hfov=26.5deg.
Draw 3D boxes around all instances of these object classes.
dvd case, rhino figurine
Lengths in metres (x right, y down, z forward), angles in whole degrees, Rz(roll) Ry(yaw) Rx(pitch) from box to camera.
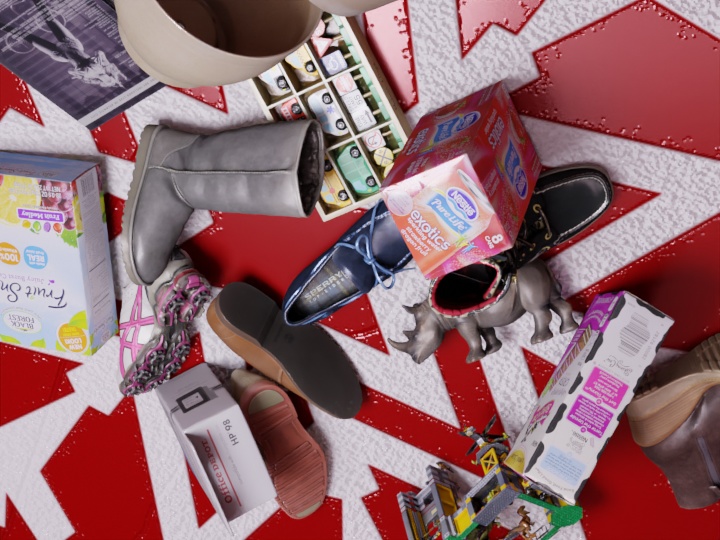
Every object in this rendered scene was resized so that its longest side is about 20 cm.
[{"bbox_3d":[-0.288,-0.226,1.504,0.148,0.016,0.200,-25,135,32],"label":"dvd case"},{"bbox_3d":[0.118,0.046,1.566,0.198,0.060,0.088,-17,90,21],"label":"rhino figurine"}]

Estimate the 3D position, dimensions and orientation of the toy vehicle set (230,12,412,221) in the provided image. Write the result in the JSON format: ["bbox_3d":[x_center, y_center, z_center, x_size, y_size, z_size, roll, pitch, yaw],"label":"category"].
[{"bbox_3d":[-0.028,-0.160,1.526,0.123,0.027,0.201,-22,107,22],"label":"toy vehicle set"}]

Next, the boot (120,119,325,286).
[{"bbox_3d":[-0.137,-0.066,1.532,0.198,0.072,0.184,7,90,20],"label":"boot"}]

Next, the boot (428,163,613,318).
[{"bbox_3d":[0.153,-0.026,1.467,0.202,0.154,0.074,-24,105,13],"label":"boot"}]

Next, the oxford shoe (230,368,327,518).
[{"bbox_3d":[-0.090,0.188,1.691,0.070,0.074,0.202,-27,125,-16],"label":"oxford shoe"}]

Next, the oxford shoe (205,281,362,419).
[{"bbox_3d":[-0.082,0.091,1.646,0.200,0.072,0.071,41,146,-8],"label":"oxford shoe"}]

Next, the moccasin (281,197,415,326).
[{"bbox_3d":[0.000,0.000,1.569,0.080,0.068,0.200,43,114,-8],"label":"moccasin"}]

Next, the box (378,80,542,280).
[{"bbox_3d":[0.098,-0.088,1.431,0.095,0.200,0.100,-21,108,24],"label":"box"}]

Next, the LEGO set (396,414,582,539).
[{"bbox_3d":[0.134,0.247,1.650,0.152,0.117,0.201,17,126,-28],"label":"LEGO set"}]

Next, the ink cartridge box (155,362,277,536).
[{"bbox_3d":[-0.150,0.187,1.619,0.066,0.200,0.117,-26,110,-11],"label":"ink cartridge box"}]

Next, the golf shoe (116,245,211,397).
[{"bbox_3d":[-0.225,0.051,1.659,0.092,0.072,0.201,50,130,28],"label":"golf shoe"}]

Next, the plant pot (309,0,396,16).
[{"bbox_3d":[0.020,-0.322,1.367,0.200,0.200,0.173,49,133,-11],"label":"plant pot"}]

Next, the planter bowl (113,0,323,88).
[{"bbox_3d":[-0.151,-0.255,1.435,0.200,0.201,0.135,43,141,-8],"label":"planter bowl"}]

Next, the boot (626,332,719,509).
[{"bbox_3d":[0.381,0.151,1.561,0.198,0.073,0.167,-24,119,21],"label":"boot"}]

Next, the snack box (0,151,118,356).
[{"bbox_3d":[-0.354,-0.020,1.638,0.167,0.068,0.202,7,117,21],"label":"snack box"}]

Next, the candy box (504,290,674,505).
[{"bbox_3d":[0.219,0.121,1.490,0.061,0.136,0.201,29,86,-1],"label":"candy box"}]
